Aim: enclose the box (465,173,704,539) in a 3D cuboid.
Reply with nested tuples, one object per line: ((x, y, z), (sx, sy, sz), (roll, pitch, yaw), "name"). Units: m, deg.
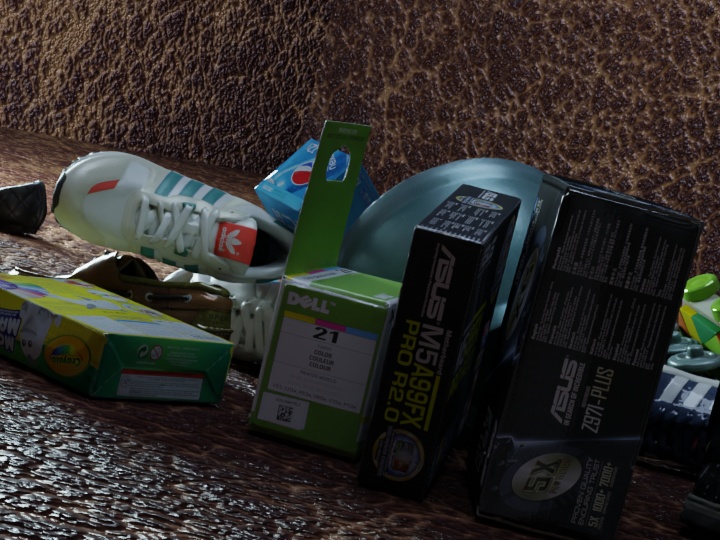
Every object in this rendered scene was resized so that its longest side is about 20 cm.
((0.132, 0.050, 1.211), (0.086, 0.201, 0.164), (15, 6, -1), "box")

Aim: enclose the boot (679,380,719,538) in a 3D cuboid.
((0.280, 0.099, 1.326), (0.073, 0.155, 0.203), (16, 6, 24), "boot")

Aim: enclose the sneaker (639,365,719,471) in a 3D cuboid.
((0.253, 0.122, 1.499), (0.199, 0.075, 0.085), (4, 25, -21), "sneaker")

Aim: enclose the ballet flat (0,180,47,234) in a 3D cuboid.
((-0.406, -0.085, 2.016), (0.199, 0.057, 0.066), (15, 5, 16), "ballet flat")

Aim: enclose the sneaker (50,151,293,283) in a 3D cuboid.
((-0.122, -0.035, 1.421), (0.199, 0.071, 0.093), (18, -4, -40), "sneaker")

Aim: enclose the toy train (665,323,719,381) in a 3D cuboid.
((0.230, 0.096, 1.644), (0.113, 0.086, 0.200), (-9, 13, -9), "toy train")

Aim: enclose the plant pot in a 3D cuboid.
((0.089, 0.039, 1.423), (0.199, 0.201, 0.134), (11, 33, -29), "plant pot")

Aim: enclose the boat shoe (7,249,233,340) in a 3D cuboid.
((-0.176, 0.019, 1.451), (0.199, 0.068, 0.072), (16, 6, 25), "boat shoe")

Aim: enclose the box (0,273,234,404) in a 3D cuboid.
((-0.194, 0.039, 1.325), (0.200, 0.049, 0.117), (22, 10, 43), "box")

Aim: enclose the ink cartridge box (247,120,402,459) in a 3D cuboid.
((0.000, 0.009, 1.291), (0.075, 0.201, 0.148), (15, 6, 12), "ink cartridge box")

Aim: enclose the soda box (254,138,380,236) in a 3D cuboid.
((0.000, 0.000, 1.517), (0.068, 0.064, 0.200), (26, -28, 51), "soda box")

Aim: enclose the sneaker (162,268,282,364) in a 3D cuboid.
((-0.086, 0.040, 1.512), (0.080, 0.077, 0.200), (-7, 13, -28), "sneaker")

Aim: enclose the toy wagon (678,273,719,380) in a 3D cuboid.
((0.312, 0.081, 1.669), (0.039, 0.156, 0.200), (-25, 16, -6), "toy wagon")

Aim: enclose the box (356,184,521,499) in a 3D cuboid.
((0.052, 0.038, 1.238), (0.044, 0.161, 0.200), (15, 11, 8), "box")
